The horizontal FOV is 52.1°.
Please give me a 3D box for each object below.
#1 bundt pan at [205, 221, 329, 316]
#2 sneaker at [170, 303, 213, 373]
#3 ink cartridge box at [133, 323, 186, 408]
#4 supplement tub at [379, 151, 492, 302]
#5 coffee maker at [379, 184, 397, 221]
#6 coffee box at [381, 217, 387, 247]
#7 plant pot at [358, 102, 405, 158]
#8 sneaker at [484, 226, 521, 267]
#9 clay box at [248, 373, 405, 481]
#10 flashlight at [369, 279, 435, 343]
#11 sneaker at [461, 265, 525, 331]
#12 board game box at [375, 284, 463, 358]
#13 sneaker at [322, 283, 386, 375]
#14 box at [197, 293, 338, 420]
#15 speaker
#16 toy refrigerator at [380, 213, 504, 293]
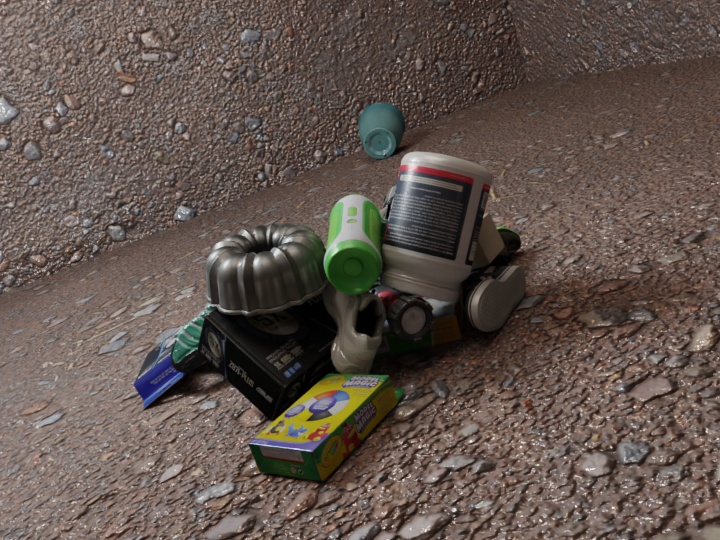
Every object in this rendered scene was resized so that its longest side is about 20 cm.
[{"bbox_3d":[-0.140,-0.013,1.095,0.199,0.077,0.202,-8,25,4],"label":"bundt pan"},{"bbox_3d":[-0.250,0.100,1.291,0.201,0.074,0.088,-55,-16,-14],"label":"sneaker"},{"bbox_3d":[-0.357,0.169,1.343,0.099,0.039,0.200,-38,17,2],"label":"ink cartridge box"},{"bbox_3d":[0.109,-0.065,1.096,0.139,0.203,0.140,13,3,-1],"label":"supplement tub"},{"bbox_3d":[0.106,-0.070,1.456,0.135,0.192,0.200,-49,2,35],"label":"coffee maker"},{"bbox_3d":[0.000,0.000,1.272,0.043,0.203,0.123,8,11,-12],"label":"coffee box"},{"bbox_3d":[0.084,-0.553,2.998,0.198,0.202,0.189,-14,32,13],"label":"plant pot"},{"bbox_3d":[0.237,-0.022,1.331,0.084,0.077,0.199,43,38,22],"label":"sneaker"},{"bbox_3d":[-0.038,0.190,0.961,0.114,0.048,0.200,-5,22,38],"label":"clay box"},{"bbox_3d":[0.047,0.056,1.127,0.068,0.068,0.200,-47,21,-7],"label":"flashlight"},{"bbox_3d":[0.189,0.043,1.137,0.079,0.079,0.199,-2,11,31],"label":"sneaker"},{"bbox_3d":[0.094,0.069,1.218,0.151,0.041,0.200,-14,17,15],"label":"board game box"},{"bbox_3d":[0.001,0.054,1.080,0.077,0.100,0.202,12,44,-27],"label":"sneaker"},{"bbox_3d":[-0.117,0.100,1.122,0.163,0.087,0.199,39,44,17],"label":"box"},{"bbox_3d":[-0.009,-0.043,1.091,0.087,0.089,0.201,-16,25,9],"label":"speaker"},{"bbox_3d":[0.133,-0.022,1.228,0.199,0.071,0.076,-21,11,37],"label":"toy refrigerator"}]
